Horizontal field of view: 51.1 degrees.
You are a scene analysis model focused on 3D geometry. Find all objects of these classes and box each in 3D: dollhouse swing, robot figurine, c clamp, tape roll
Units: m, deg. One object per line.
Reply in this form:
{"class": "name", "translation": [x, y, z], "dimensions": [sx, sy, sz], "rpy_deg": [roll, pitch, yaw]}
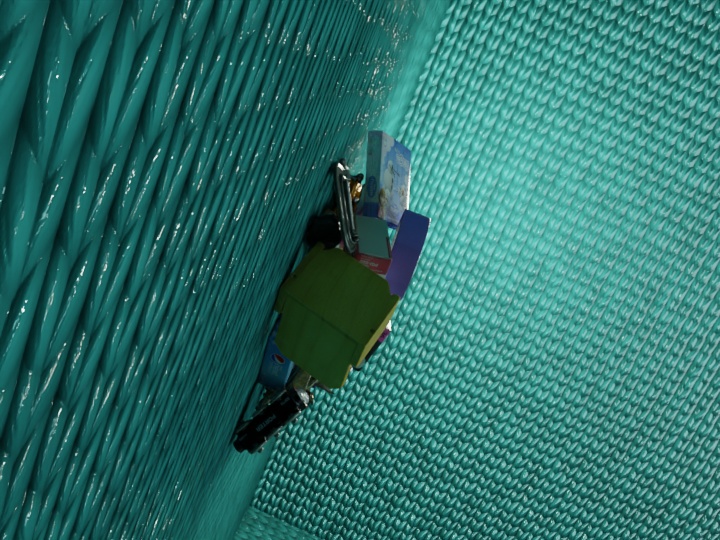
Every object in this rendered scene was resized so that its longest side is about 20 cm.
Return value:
{"class": "dollhouse swing", "translation": [-0.053, 0.096, 1.485], "dimensions": [0.182, 0.198, 0.177], "rpy_deg": [-51, 166, -28]}
{"class": "robot figurine", "translation": [-0.034, -0.155, 1.684], "dimensions": [0.200, 0.057, 0.148], "rpy_deg": [-75, -174, -86]}
{"class": "c clamp", "translation": [-0.025, -0.131, 1.490], "dimensions": [0.171, 0.026, 0.205], "rpy_deg": [42, 41, -79]}
{"class": "tape roll", "translation": [0.098, -0.036, 1.745], "dimensions": [0.200, 0.064, 0.204], "rpy_deg": [-160, -91, -90]}

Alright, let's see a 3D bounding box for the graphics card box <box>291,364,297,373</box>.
{"class": "graphics card box", "translation": [-0.137, 0.169, 1.868], "dimensions": [0.203, 0.050, 0.125], "rpy_deg": [-62, -155, -7]}

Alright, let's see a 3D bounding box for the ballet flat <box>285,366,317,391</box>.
{"class": "ballet flat", "translation": [-0.102, 0.210, 1.779], "dimensions": [0.202, 0.070, 0.071], "rpy_deg": [-55, 178, -6]}

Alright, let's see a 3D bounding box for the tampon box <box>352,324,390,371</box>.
{"class": "tampon box", "translation": [-0.037, 0.139, 2.029], "dimensions": [0.151, 0.198, 0.127], "rpy_deg": [-52, -169, 17]}

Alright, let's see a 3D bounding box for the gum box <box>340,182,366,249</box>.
{"class": "gum box", "translation": [-0.010, -0.130, 1.846], "dimensions": [0.112, 0.066, 0.202], "rpy_deg": [-15, -142, 38]}

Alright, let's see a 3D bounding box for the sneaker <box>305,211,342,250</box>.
{"class": "sneaker", "translation": [-0.071, -0.086, 1.520], "dimensions": [0.200, 0.072, 0.090], "rpy_deg": [106, -10, -72]}

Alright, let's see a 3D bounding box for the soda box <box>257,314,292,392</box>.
{"class": "soda box", "translation": [-0.176, 0.187, 1.670], "dimensions": [0.201, 0.063, 0.068], "rpy_deg": [112, 2, -50]}

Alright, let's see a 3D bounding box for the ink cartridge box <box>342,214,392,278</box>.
{"class": "ink cartridge box", "translation": [0.000, 0.000, 1.705], "dimensions": [0.147, 0.083, 0.202], "rpy_deg": [-96, -161, -51]}

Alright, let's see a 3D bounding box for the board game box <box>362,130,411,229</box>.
{"class": "board game box", "translation": [0.067, -0.212, 1.808], "dimensions": [0.199, 0.043, 0.204], "rpy_deg": [11, 80, -66]}

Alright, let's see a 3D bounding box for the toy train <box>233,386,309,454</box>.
{"class": "toy train", "translation": [-0.201, 0.338, 1.709], "dimensions": [0.199, 0.086, 0.114], "rpy_deg": [-41, 173, 6]}

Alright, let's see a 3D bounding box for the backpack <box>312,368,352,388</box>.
{"class": "backpack", "translation": [-0.122, 0.253, 2.081], "dimensions": [0.183, 0.197, 0.137], "rpy_deg": [-66, 179, -69]}

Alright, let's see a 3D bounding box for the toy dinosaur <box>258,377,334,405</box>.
{"class": "toy dinosaur", "translation": [-0.172, 0.304, 1.963], "dimensions": [0.135, 0.196, 0.088], "rpy_deg": [174, -92, -74]}
